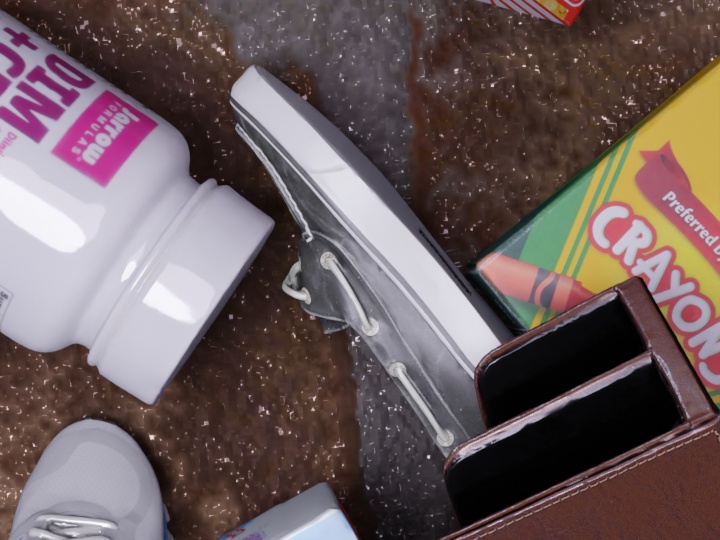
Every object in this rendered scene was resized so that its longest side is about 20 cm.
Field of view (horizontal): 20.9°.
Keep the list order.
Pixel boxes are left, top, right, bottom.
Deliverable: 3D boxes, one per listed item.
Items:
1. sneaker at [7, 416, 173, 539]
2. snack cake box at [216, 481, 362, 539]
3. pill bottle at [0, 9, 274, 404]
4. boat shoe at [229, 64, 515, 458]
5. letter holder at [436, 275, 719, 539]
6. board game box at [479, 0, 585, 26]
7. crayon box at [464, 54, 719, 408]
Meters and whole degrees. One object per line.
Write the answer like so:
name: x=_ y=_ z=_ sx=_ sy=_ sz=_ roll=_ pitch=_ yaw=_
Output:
sneaker: x=-0.121 y=0.138 z=0.801 sx=0.075 sy=0.087 sz=0.200 roll=2 pitch=52 yaw=3
snack cake box: x=0.008 y=0.191 z=0.785 sx=0.067 sy=0.115 sz=0.200 roll=-29 pitch=90 yaw=-2
pill bottle: x=-0.144 y=-0.037 z=0.822 sx=0.200 sy=0.113 sz=0.113 roll=34 pitch=88 yaw=-1
boat shoe: x=0.000 y=0.000 z=0.851 sx=0.064 sy=0.071 sz=0.200 roll=-40 pitch=85 yaw=9
letter holder: x=0.100 y=0.130 z=0.796 sx=0.142 sy=0.101 sz=0.200 roll=-27 pitch=123 yaw=5
board game box: x=0.070 y=-0.214 z=0.820 sx=0.046 sy=0.151 sz=0.200 roll=28 pitch=89 yaw=-42
crayon box: x=0.163 y=-0.017 z=0.863 sx=0.200 sy=0.051 sz=0.127 roll=-41 pitch=92 yaw=-3
